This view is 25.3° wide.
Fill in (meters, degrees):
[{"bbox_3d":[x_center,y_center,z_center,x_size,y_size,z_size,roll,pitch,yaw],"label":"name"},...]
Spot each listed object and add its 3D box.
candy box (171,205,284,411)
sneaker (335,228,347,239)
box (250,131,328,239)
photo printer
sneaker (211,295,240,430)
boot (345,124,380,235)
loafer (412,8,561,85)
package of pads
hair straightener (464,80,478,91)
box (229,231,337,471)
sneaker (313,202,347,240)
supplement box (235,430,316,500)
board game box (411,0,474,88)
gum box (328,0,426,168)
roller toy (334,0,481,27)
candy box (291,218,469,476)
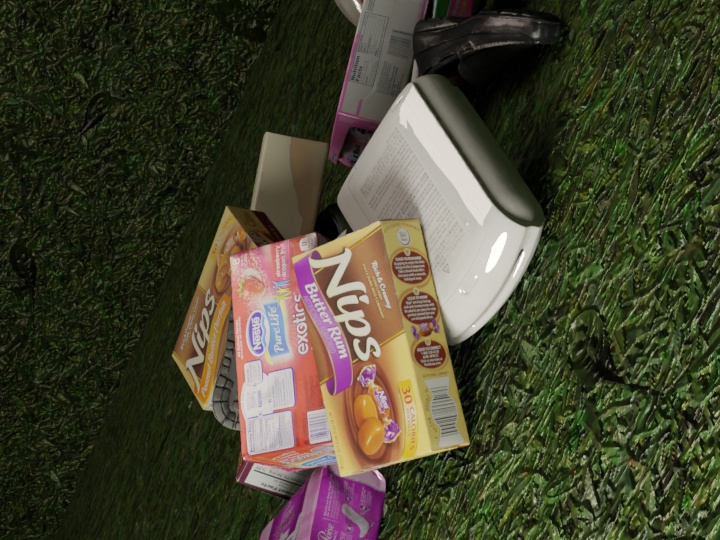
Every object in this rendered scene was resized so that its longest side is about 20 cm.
[{"bbox_3d":[-0.141,0.044,1.791,0.116,0.055,0.201,51,125,52],"label":"candy box"},{"bbox_3d":[0.000,0.000,1.810,0.200,0.089,0.075,-43,-5,5],"label":"sneaker"},{"bbox_3d":[-0.095,-0.054,1.903,0.095,0.077,0.202,155,125,-83],"label":"box"},{"bbox_3d":[0.073,-0.047,1.418,0.167,0.069,0.201,-57,49,34],"label":"photo printer"},{"bbox_3d":[-0.114,0.068,1.710,0.088,0.075,0.201,169,121,-82],"label":"sneaker"},{"bbox_3d":[0.051,-0.028,1.602,0.165,0.065,0.201,54,151,25],"label":"boot"},{"bbox_3d":[0.124,-0.218,1.577,0.200,0.068,0.071,3,95,55],"label":"loafer"},{"bbox_3d":[-0.047,0.275,1.563,0.200,0.075,0.121,126,160,-50],"label":"package of pads"},{"bbox_3d":[0.120,-0.235,1.726,0.200,0.041,0.077,-116,47,-72],"label":"hair straightener"},{"bbox_3d":[-0.052,0.077,1.489,0.099,0.095,0.202,-14,71,25],"label":"box"},{"bbox_3d":[-0.012,-0.063,1.920,0.201,0.080,0.074,-87,22,-54],"label":"sneaker"},{"bbox_3d":[-0.050,0.133,1.730,0.131,0.103,0.201,-93,27,-59],"label":"supplement box"},{"bbox_3d":[0.087,-0.247,1.745,0.153,0.040,0.201,-94,11,-67],"label":"board game box"},{"bbox_3d":[0.019,-0.212,1.700,0.114,0.066,0.201,107,177,-69],"label":"gum box"},{"bbox_3d":[0.056,-0.354,1.867,0.140,0.199,0.184,-116,13,-73],"label":"roller toy"},{"bbox_3d":[0.016,0.067,1.387,0.116,0.056,0.201,-20,80,43],"label":"candy box"}]
